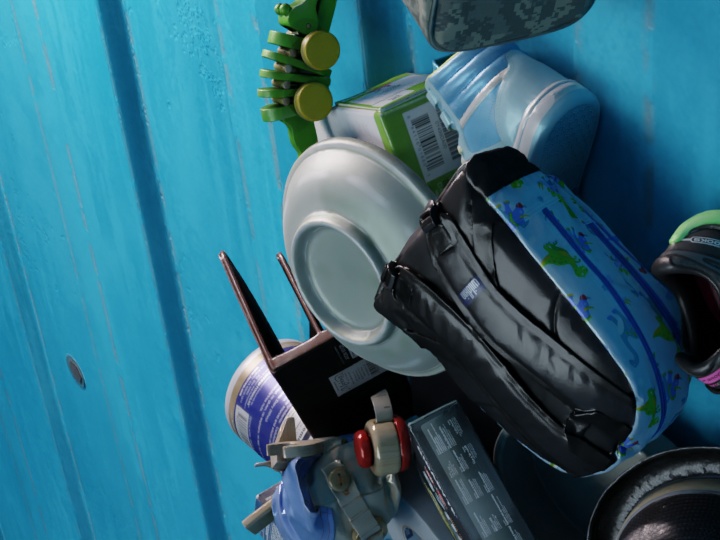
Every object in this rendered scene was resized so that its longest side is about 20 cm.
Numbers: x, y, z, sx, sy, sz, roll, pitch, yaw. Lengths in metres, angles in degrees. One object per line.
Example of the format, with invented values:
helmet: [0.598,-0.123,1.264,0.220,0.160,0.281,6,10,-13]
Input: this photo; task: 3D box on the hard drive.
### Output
hard drive: [0.108,0.113,1.442,0.200,0.042,0.136,35,143,44]

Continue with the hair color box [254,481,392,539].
hair color box: [-0.015,0.295,1.775,0.200,0.099,0.061,47,149,28]

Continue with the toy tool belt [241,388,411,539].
toy tool belt: [-0.033,0.182,1.452,0.200,0.121,0.126,111,148,-64]

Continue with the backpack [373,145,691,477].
backpack: [0.128,0.038,1.146,0.201,0.153,0.164,54,135,25]

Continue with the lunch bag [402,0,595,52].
lunch bag: [0.072,-0.259,1.063,0.201,0.138,0.169,97,154,-49]

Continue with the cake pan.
cake pan: [0.191,0.177,1.306,0.199,0.037,0.202,29,143,25]

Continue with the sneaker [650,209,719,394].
sneaker: [0.245,0.063,1.096,0.201,0.083,0.077,61,155,3]

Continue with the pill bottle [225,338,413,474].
pill bottle: [-0.034,0.158,1.662,0.200,0.115,0.117,35,143,43]

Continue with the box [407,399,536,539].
box: [0.106,0.215,1.350,0.201,0.046,0.159,61,174,19]

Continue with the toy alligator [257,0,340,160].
toy alligator: [-0.049,-0.182,1.340,0.059,0.054,0.203,-155,71,-66]

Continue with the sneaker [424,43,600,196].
sneaker: [0.094,-0.085,1.243,0.131,0.079,0.201,45,140,27]

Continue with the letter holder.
letter holder: [-0.037,0.053,1.521,0.143,0.100,0.200,61,178,31]

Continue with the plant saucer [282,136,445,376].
plant saucer: [0.000,0.000,1.312,0.199,0.050,0.202,29,136,33]

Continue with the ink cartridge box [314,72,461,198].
ink cartridge box: [0.029,-0.078,1.374,0.200,0.075,0.149,20,133,65]

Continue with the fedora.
fedora: [0.234,0.217,1.168,0.199,0.091,0.203,9,109,28]

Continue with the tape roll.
tape roll: [0.093,0.253,1.531,0.201,0.066,0.201,53,166,19]
